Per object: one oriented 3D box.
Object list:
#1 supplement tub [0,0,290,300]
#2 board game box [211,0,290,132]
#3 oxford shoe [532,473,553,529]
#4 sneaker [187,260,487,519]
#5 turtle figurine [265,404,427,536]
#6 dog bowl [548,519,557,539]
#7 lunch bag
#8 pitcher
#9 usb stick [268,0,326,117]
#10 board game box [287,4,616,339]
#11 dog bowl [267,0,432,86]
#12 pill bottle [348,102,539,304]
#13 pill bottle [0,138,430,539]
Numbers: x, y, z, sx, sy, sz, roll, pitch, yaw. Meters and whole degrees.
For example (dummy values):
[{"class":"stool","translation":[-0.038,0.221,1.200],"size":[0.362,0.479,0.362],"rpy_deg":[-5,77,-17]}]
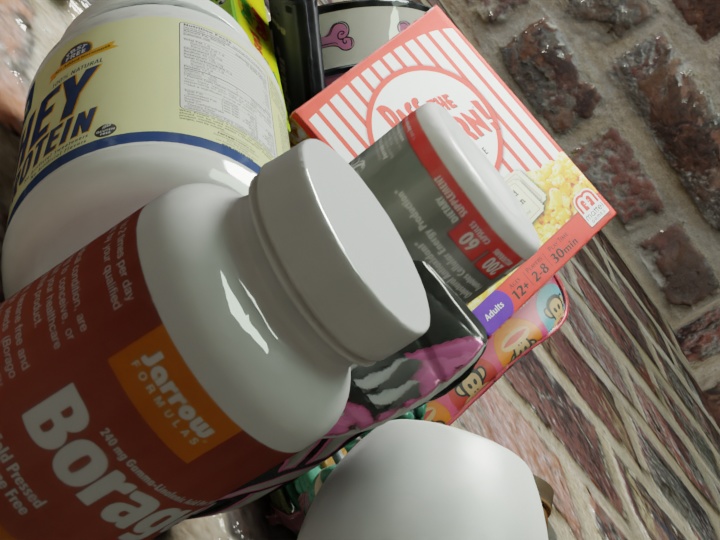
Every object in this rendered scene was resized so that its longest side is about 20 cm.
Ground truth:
[{"class":"supplement tub","translation":[-0.107,-0.050,0.664],"size":[0.145,0.145,0.200],"rpy_deg":[47,19,-35]},{"class":"board game box","translation":[-0.114,-0.144,0.898],"size":[0.048,0.101,0.200],"rpy_deg":[45,21,-38]},{"class":"oxford shoe","translation":[0.045,0.152,0.830],"size":[0.199,0.071,0.072],"rpy_deg":[23,55,-21]},{"class":"sneaker","translation":[-0.033,0.061,0.604],"size":[0.086,0.199,0.081],"rpy_deg":[45,24,-67]},{"class":"turtle figurine","translation":[-0.007,0.122,0.736],"size":[0.201,0.100,0.150],"rpy_deg":[67,28,-14]},{"class":"dog bowl","translation":[0.115,0.243,0.957],"size":[0.200,0.059,0.200],"rpy_deg":[51,18,-23]},{"class":"lunch bag","translation":[0.038,0.015,0.915],"size":[0.177,0.200,0.082],"rpy_deg":[56,-26,-3]},{"class":"pitcher","translation":[0.023,0.189,0.606],"size":[0.172,0.121,0.201],"rpy_deg":[60,44,-58]},{"class":"usb stick","translation":[-0.042,-0.128,0.938],"size":[0.056,0.032,0.201],"rpy_deg":[-118,-162,-49]},{"class":"board game box","translation":[0.062,-0.066,0.884],"size":[0.200,0.151,0.046],"rpy_deg":[48,-28,0]},{"class":"dog bowl","translation":[-0.019,-0.151,1.056],"size":[0.200,0.199,0.074],"rpy_deg":[16,60,-67]},{"class":"pill bottle","translation":[0.000,0.000,0.779],"size":[0.114,0.200,0.114],"rpy_deg":[48,14,-16]},{"class":"pill bottle","translation":[-0.077,0.037,0.492],"size":[0.112,0.200,0.112],"rpy_deg":[51,17,-23]}]
